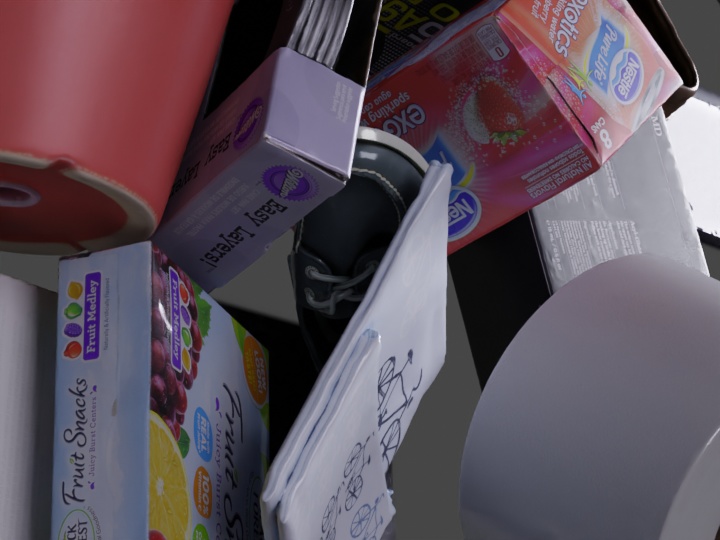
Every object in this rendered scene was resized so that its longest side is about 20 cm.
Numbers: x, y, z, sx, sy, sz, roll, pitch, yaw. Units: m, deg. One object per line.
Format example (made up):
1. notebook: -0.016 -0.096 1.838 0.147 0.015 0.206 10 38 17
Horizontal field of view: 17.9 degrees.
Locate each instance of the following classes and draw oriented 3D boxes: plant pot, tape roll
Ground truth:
1. plant pot: -0.150 -0.112 1.030 0.200 0.200 0.178 19 68 -36
2. tape roll: 0.168 0.108 1.184 0.202 0.139 0.203 -21 123 -35

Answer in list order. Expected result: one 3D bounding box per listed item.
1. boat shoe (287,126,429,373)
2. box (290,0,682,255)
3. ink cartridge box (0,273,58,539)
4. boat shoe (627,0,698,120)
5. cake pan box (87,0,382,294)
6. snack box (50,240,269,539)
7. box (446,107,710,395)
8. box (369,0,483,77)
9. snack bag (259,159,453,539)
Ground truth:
1. boat shoe: 0.000 0.000 1.122 0.073 0.200 0.062 4 61 3
2. box: 0.053 -0.073 1.182 0.096 0.200 0.100 54 44 -7
3. ink cartridge box: -0.206 0.058 0.987 0.200 0.048 0.146 21 57 -35
4. boat shoe: 0.153 -0.187 1.419 0.075 0.075 0.203 -26 89 -46
5. cake pan box: -0.056 -0.085 1.085 0.052 0.200 0.185 24 57 -23
6. snack box: -0.087 0.107 1.031 0.142 0.053 0.201 50 35 -61
7. box: 0.121 -0.019 1.309 0.141 0.079 0.201 -2 72 -40
8. box: -0.001 -0.170 1.206 0.200 0.160 0.044 27 53 -32
9. snack bag: 0.005 0.074 1.085 0.021 0.189 0.200 20 60 14
